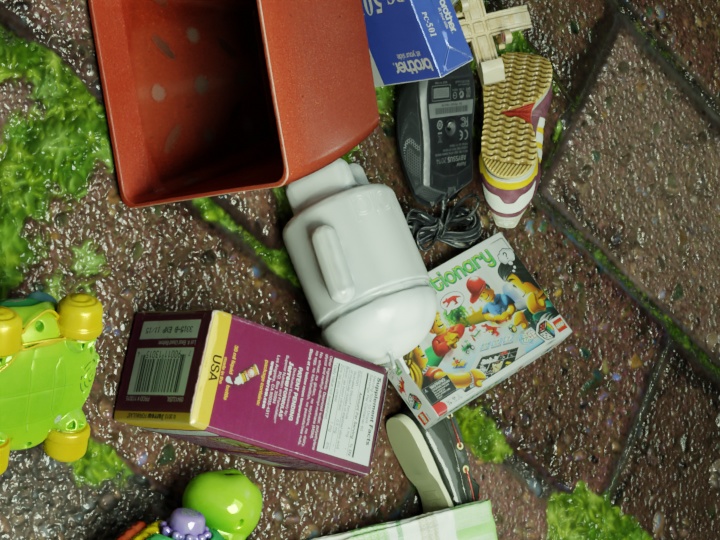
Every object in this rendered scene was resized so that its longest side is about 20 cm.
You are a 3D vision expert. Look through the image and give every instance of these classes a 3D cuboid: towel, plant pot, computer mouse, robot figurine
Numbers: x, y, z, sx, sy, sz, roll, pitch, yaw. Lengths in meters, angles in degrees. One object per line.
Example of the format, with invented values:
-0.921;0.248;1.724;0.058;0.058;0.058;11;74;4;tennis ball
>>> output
0.041;0.305;1.775;0.198;0.031;0.151;-12;98;-14;towel
-0.095;-0.173;1.648;0.176;0.199;0.202;-13;96;-51;plant pot
0.065;-0.122;1.853;0.138;0.052;0.202;-4;99;-48;computer mouse
0.000;0.000;1.731;0.169;0.112;0.202;3;62;-66;robot figurine

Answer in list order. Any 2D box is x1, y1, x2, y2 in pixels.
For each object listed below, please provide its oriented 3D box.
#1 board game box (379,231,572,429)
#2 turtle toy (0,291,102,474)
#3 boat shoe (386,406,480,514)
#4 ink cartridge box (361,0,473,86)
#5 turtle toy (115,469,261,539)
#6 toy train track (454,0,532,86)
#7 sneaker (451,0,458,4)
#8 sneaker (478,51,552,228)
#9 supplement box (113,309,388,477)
0.101;0.056;1.848;0.199;0.035;0.127;-29;78;-36;board game box
-0.297;0.082;1.513;0.199;0.101;0.147;-8;118;-39;turtle toy
0.091;0.222;1.837;0.063;0.073;0.203;-25;98;-29;boat shoe
0.014;-0.218;1.719;0.044;0.199;0.095;-31;107;-29;ink cartridge box
-0.154;0.250;1.602;0.200;0.146;0.101;-37;88;-35;turtle toy
0.109;-0.286;1.884;0.114;0.033;0.202;-15;86;-14;toy train track
0.045;-0.271;1.770;0.070;0.200;0.080;-38;105;-2;sneaker
0.151;-0.135;1.908;0.091;0.074;0.201;91;11;-46;sneaker
-0.094;0.108;1.659;0.199;0.130;0.104;21;75;-37;supplement box
